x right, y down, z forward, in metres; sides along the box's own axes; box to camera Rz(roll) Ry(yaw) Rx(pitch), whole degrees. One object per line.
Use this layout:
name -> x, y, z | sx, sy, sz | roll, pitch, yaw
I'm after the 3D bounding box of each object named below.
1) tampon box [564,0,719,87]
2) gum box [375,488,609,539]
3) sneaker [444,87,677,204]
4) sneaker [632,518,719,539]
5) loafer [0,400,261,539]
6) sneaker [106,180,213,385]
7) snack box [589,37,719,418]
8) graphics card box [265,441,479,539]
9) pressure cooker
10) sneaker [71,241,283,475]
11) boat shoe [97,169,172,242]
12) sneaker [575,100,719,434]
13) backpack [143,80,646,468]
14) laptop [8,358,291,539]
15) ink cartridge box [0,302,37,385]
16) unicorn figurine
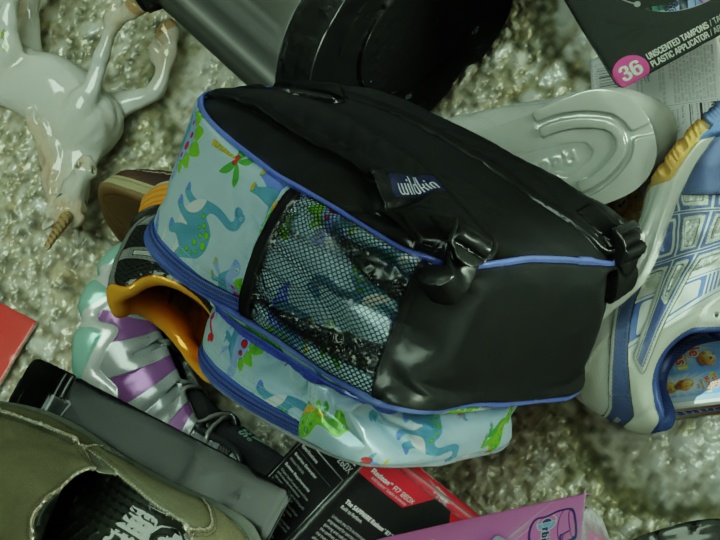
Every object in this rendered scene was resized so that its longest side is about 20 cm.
tampon box -> 0.140, -0.228, 1.182 | 0.150, 0.200, 0.126 | -29, 33, 11
gum box -> 0.062, 0.201, 1.082 | 0.113, 0.066, 0.200 | -16, 43, 24
sneaker -> 0.067, -0.051, 1.219 | 0.200, 0.081, 0.076 | -8, 100, 20
sneaker -> 0.224, 0.152, 1.128 | 0.200, 0.076, 0.091 | -19, 74, 24
loafer -> -0.142, 0.106, 1.097 | 0.200, 0.070, 0.075 | 16, 81, 18
sneaker -> -0.047, 0.038, 1.223 | 0.200, 0.078, 0.077 | 33, 51, 3
snack box -> 0.163, -0.022, 1.224 | 0.072, 0.024, 0.200 | -8, 71, 18
graphics card box -> -0.035, 0.175, 1.179 | 0.200, 0.125, 0.051 | -48, 44, 2
pressure cooker -> -0.033, -0.186, 1.267 | 0.200, 0.176, 0.179 | 44, 99, 27
sneaker -> -0.083, 0.082, 1.262 | 0.140, 0.078, 0.200 | -1, 82, 19
boat shoe -> -0.051, -0.021, 1.290 | 0.200, 0.072, 0.072 | 18, 50, 27
sneaker -> 0.176, -0.008, 1.168 | 0.088, 0.075, 0.200 | 38, 99, 19
backpack -> 0.000, 0.000, 1.111 | 0.200, 0.183, 0.147 | 34, 111, 30
laptop -> -0.149, 0.157, 1.181 | 0.116, 0.200, 0.187 | 30, 84, -14
ink cartridge box -> -0.314, 0.064, 1.367 | 0.200, 0.045, 0.176 | 25, 85, 25
unicorn figurine -> -0.173, -0.105, 1.360 | 0.200, 0.074, 0.137 | 39, 99, 40
